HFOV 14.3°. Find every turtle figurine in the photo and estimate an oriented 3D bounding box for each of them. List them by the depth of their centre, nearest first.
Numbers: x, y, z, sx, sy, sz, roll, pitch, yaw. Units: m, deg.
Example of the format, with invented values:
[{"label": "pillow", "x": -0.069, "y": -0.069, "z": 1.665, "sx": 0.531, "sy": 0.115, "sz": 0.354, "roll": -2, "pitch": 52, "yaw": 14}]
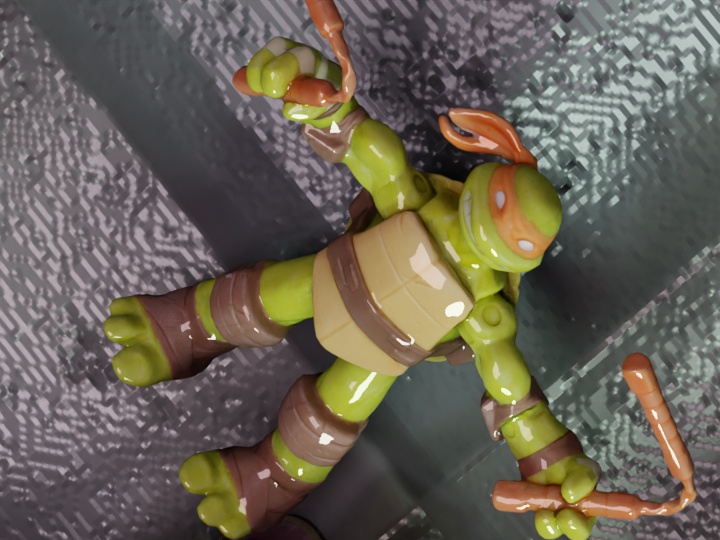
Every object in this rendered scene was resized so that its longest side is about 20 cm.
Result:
[{"label": "turtle figurine", "x": 0.000, "y": 0.000, "z": 0.813, "sx": 0.161, "sy": 0.064, "sz": 0.200, "roll": -31, "pitch": 98, "yaw": 38}]

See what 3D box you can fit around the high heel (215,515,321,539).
[{"label": "high heel", "x": -0.100, "y": 0.140, "z": 0.885, "sx": 0.199, "sy": 0.096, "sz": 0.068, "roll": -26, "pitch": 93, "yaw": 30}]
